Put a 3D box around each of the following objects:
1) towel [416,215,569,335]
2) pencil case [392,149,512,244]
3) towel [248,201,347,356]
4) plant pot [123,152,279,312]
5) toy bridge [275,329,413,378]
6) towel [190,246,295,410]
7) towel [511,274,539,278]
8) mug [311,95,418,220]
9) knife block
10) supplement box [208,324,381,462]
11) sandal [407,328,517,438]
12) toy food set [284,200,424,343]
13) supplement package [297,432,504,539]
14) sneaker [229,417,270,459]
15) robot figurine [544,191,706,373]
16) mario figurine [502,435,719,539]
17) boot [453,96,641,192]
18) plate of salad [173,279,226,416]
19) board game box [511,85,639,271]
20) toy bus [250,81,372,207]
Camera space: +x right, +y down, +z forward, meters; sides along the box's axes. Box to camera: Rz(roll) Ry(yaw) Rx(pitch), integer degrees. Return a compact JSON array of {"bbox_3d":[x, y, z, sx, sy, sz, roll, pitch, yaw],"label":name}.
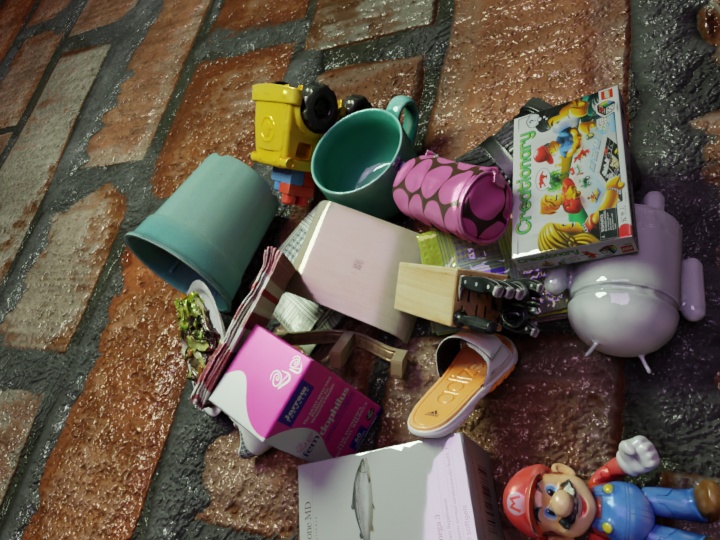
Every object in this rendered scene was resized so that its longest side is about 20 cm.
[{"bbox_3d":[0.173,0.000,0.732,0.197,0.023,0.147,-11,83,23],"label":"towel"},{"bbox_3d":[0.111,-0.097,0.716,0.095,0.090,0.200,-57,27,3],"label":"pencil case"},{"bbox_3d":[-0.069,0.005,0.890,0.193,0.035,0.199,-48,52,-3],"label":"towel"},{"bbox_3d":[-0.244,-0.071,0.941,0.198,0.201,0.198,15,64,34],"label":"plant pot"},{"bbox_3d":[-0.023,0.107,0.788,0.196,0.028,0.067,7,22,17],"label":"toy bridge"},{"bbox_3d":[-0.141,0.072,0.714,0.022,0.144,0.202,26,82,4],"label":"towel"},{"bbox_3d":[0.251,-0.074,0.769,0.085,0.018,0.203,0,63,23],"label":"towel"},{"bbox_3d":[0.029,-0.157,0.876,0.183,0.115,0.154,-27,53,12],"label":"mug"},{"bbox_3d":[0.109,0.029,0.651,0.197,0.175,0.065,8,90,24],"label":"knife block"},{"bbox_3d":[-0.071,0.163,0.696,0.102,0.200,0.102,24,76,36],"label":"supplement box"},{"bbox_3d":[0.117,0.108,0.647,0.078,0.060,0.206,0,23,36],"label":"sandal"},{"bbox_3d":[0.000,0.000,0.813,0.197,0.061,0.146,20,76,11],"label":"toy food set"},{"bbox_3d":[0.043,0.264,0.629,0.197,0.117,0.119,-18,58,20],"label":"supplement package"},{"bbox_3d":[-0.166,0.168,0.833,0.080,0.076,0.202,-38,50,18],"label":"sneaker"},{"bbox_3d":[0.292,0.008,0.636,0.166,0.113,0.203,9,67,14],"label":"robot figurine"},{"bbox_3d":[0.235,0.232,0.544,0.196,0.108,0.124,0,28,20],"label":"mario figurine"},{"bbox_3d":[0.232,-0.121,0.745,0.157,0.080,0.211,-39,49,-4],"label":"boot"},{"bbox_3d":[-0.242,0.116,0.851,0.199,0.047,0.204,11,104,56],"label":"plate of salad"},{"bbox_3d":[0.237,-0.104,0.647,0.125,0.035,0.203,-12,56,34],"label":"board game box"},{"bbox_3d":[-0.080,-0.204,0.949,0.134,0.198,0.196,17,104,43],"label":"toy bus"}]
